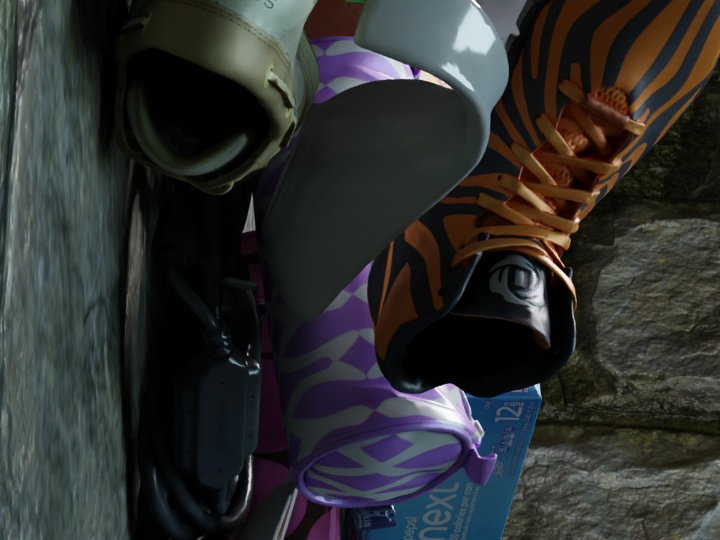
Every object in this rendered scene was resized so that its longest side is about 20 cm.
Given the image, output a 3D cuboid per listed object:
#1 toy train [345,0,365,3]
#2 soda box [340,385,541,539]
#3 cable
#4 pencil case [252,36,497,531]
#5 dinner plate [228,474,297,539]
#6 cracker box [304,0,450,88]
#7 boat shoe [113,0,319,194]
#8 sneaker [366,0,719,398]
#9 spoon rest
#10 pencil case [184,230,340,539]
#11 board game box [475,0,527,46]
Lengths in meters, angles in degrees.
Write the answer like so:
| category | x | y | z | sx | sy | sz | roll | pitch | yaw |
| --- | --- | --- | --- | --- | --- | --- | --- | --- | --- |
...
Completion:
| category | x | y | z | sx | sy | sz | roll | pitch | yaw |
| --- | --- | --- | --- | --- | --- | --- | --- | --- | --- |
| toy train | 0.016 | -0.163 | 1.069 | 0.200 | 0.056 | 0.042 | -87 | 179 | -66 |
| soda box | 0.035 | 0.094 | 1.122 | 0.201 | 0.067 | 0.065 | 100 | -12 | -49 |
| cable | -0.066 | 0.021 | 0.954 | 0.201 | 0.050 | 0.164 | 93 | -5 | -49 |
| pencil case | 0.000 | 0.000 | 0.982 | 0.084 | 0.085 | 0.201 | 99 | -18 | -65 |
| dinner plate | -0.064 | 0.176 | 0.996 | 0.200 | 0.024 | 0.202 | 20 | 90 | -88 |
| cracker box | 0.012 | -0.117 | 1.158 | 0.134 | 0.058 | 0.200 | 58 | 20 | 5 |
| boat shoe | -0.054 | -0.063 | 0.780 | 0.200 | 0.074 | 0.067 | 104 | 9 | -73 |
| sneaker | 0.071 | -0.027 | 0.838 | 0.200 | 0.077 | 0.112 | -54 | -160 | 31 |
| spoon rest | 0.008 | -0.044 | 0.848 | 0.200 | 0.060 | 0.100 | 120 | -9 | -66 |
| pencil case | -0.039 | 0.087 | 1.110 | 0.091 | 0.093 | 0.202 | -50 | 146 | -59 |
| board game box | 0.081 | -0.192 | 0.923 | 0.201 | 0.103 | 0.105 | -55 | 165 | -24 |
